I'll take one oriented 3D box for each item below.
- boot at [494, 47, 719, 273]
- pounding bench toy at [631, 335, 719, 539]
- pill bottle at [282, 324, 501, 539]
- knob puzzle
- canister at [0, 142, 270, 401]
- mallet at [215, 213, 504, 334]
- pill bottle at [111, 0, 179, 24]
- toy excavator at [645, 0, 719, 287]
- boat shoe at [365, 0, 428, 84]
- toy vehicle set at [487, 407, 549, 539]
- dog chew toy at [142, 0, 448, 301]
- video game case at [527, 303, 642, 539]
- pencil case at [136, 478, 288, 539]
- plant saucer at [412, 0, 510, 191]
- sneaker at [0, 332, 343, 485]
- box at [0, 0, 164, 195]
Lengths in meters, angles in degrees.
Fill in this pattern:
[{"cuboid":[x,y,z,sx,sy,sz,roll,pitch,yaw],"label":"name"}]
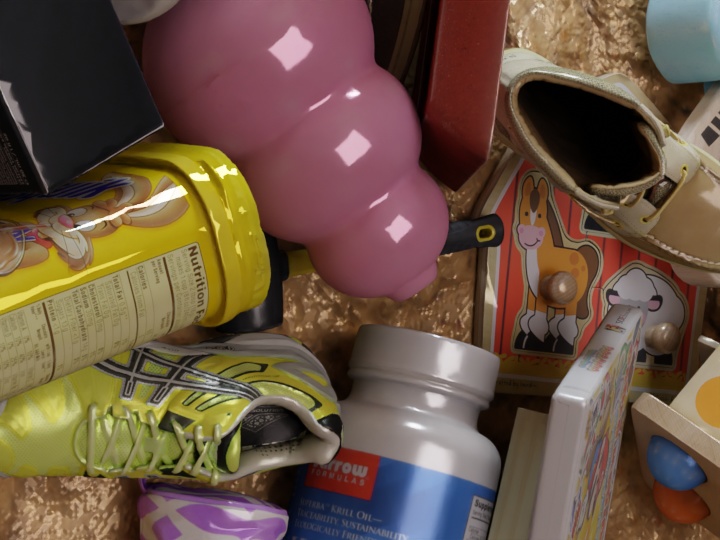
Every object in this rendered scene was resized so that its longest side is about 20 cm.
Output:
[{"cuboid":[0.156,-0.055,1.272,0.199,0.155,0.072,34,94,-7],"label":"boot"},{"cuboid":[0.258,0.113,1.391,0.156,0.124,0.200,-48,154,-14],"label":"pounding bench toy"},{"cuboid":[0.014,0.136,1.238,0.112,0.112,0.201,18,80,-34],"label":"pill bottle"},{"cuboid":[0.153,-0.021,1.380,0.219,0.030,0.221,-1,92,-35],"label":"knob puzzle"},{"cuboid":[-0.165,0.008,1.087,0.199,0.148,0.087,-22,106,-31],"label":"canister"},{"cuboid":[0.000,0.000,1.266,0.199,0.041,0.066,-1,92,-35],"label":"mallet"},{"cuboid":[-0.087,-0.219,1.138,0.113,0.112,0.200,58,44,-22],"label":"pill bottle"},{"cuboid":[0.225,-0.117,1.388,0.200,0.100,0.195,-45,114,-22],"label":"toy excavator"},{"cuboid":[0.005,-0.189,1.258,0.071,0.072,0.201,8,96,-5],"label":"boat shoe"},{"cuboid":[0.082,0.183,1.288,0.026,0.124,0.201,12,82,7],"label":"toy vehicle set"},{"cuboid":[-0.025,-0.073,1.179,0.124,0.124,0.201,-38,96,-28],"label":"dog chew toy"},{"cuboid":[0.121,0.137,1.273,0.182,0.023,0.201,-42,141,-68],"label":"video game case"},{"cuboid":[-0.094,0.210,1.188,0.085,0.084,0.201,10,83,10],"label":"pencil case"},{"cuboid":[0.057,-0.152,1.232,0.036,0.200,0.201,8,87,-1],"label":"plant saucer"},{"cuboid":[-0.100,0.074,1.160,0.199,0.076,0.076,-8,117,-23],"label":"sneaker"},{"cuboid":[-0.192,-0.140,1.066,0.079,0.141,0.201,-33,110,-33],"label":"box"}]
